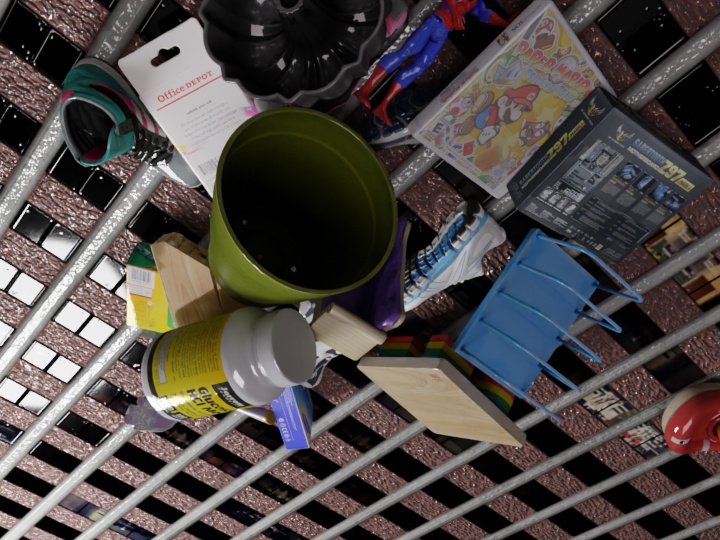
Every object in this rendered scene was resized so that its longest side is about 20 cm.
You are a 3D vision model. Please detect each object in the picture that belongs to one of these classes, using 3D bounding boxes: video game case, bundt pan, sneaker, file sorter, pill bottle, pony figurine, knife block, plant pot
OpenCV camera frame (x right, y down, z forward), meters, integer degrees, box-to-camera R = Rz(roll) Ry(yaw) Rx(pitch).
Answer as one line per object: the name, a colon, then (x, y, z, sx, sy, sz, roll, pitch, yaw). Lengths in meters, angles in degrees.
video game case: (0.173, -0.176, 0.691, 0.182, 0.023, 0.199, -41, 143, 23)
bundt pan: (-0.057, -0.259, 0.629, 0.198, 0.076, 0.206, -1, 88, 18)
sneaker: (0.099, -0.170, 0.733, 0.197, 0.078, 0.086, -17, 131, 13)
file sorter: (0.247, 0.073, 0.825, 0.138, 0.123, 0.201, 35, 90, -21)
sneaker: (-0.028, 0.108, 0.952, 0.127, 0.080, 0.202, 11, 118, 6)
pill bottle: (-0.154, 0.108, 0.740, 0.197, 0.113, 0.113, -17, 125, 30)
pony figurine: (-0.253, 0.185, 0.983, 0.197, 0.169, 0.193, 0, 156, 29)
knife block: (-0.222, 0.071, 0.854, 0.198, 0.064, 0.177, 31, 100, -10)
plant pot: (-0.090, -0.044, 0.710, 0.198, 0.203, 0.193, 28, 151, -17)
sneaker: (-0.025, -0.230, 0.710, 0.199, 0.080, 0.095, -34, 156, 13)
sneaker: (0.122, -0.001, 0.866, 0.086, 0.076, 0.200, 28, 125, -24)
sneaker: (-0.272, -0.152, 0.744, 0.083, 0.122, 0.199, -35, 118, 27)

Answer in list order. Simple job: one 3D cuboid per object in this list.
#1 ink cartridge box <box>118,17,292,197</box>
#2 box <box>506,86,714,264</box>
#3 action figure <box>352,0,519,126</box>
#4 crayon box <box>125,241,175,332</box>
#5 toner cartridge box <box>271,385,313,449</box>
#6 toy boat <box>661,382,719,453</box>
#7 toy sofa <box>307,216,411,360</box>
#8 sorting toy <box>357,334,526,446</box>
ink cartridge box: (-0.173, -0.192, 0.739, 0.115, 0.068, 0.201, -20, 125, 17)
box: (0.302, -0.106, 0.762, 0.198, 0.052, 0.158, 21, 128, -28)
action figure: (0.089, -0.234, 0.651, 0.201, 0.099, 0.065, -52, 141, 11)
crayon box: (-0.242, 0.041, 0.930, 0.196, 0.059, 0.120, 13, 128, -6)
toner cartridge box: (-0.116, 0.187, 1.009, 0.042, 0.096, 0.202, -6, 128, 6)
toy boat: (0.590, 0.262, 0.993, 0.196, 0.132, 0.132, -1, 128, 5)
toy sofa: (0.000, 0.000, 0.791, 0.082, 0.202, 0.097, 31, 131, -22)
sorting toy: (0.129, 0.175, 0.952, 0.199, 0.070, 0.199, 43, 152, -23)
